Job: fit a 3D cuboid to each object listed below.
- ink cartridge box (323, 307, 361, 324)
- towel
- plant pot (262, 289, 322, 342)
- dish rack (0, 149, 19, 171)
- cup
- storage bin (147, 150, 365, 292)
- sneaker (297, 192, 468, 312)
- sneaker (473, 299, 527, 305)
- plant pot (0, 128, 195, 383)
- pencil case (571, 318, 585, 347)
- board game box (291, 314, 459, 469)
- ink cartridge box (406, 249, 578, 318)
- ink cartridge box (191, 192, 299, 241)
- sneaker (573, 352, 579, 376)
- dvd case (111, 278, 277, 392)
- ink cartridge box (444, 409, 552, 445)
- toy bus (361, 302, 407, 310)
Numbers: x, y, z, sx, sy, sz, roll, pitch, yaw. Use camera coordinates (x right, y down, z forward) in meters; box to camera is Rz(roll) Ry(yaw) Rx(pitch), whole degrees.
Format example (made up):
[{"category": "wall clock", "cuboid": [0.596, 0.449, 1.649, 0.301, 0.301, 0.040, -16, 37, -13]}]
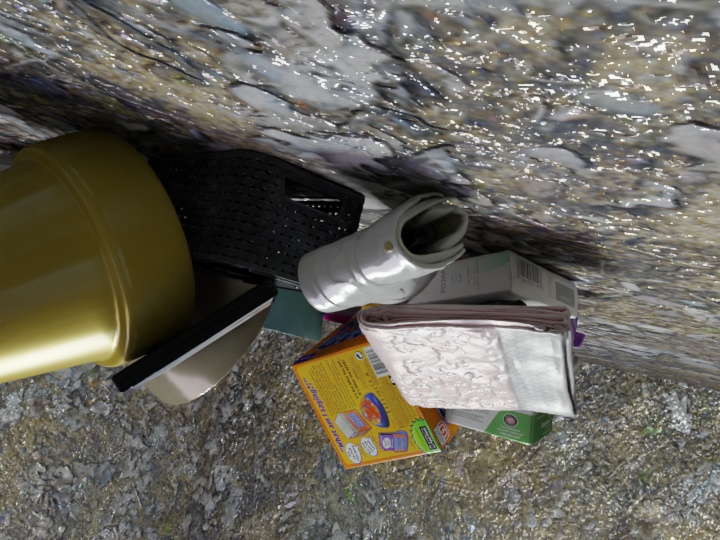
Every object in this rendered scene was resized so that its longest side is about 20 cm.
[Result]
[{"category": "ink cartridge box", "cuboid": [-0.045, 0.045, 1.209, 0.094, 0.037, 0.200, 16, 148, -21]}, {"category": "towel", "cuboid": [0.112, 0.093, 0.705, 0.190, 0.032, 0.200, 0, 147, 20]}, {"category": "plant pot", "cuboid": [-0.144, 0.022, 1.115, 0.200, 0.135, 0.200, 14, 174, 1]}, {"category": "dish rack", "cuboid": [-0.326, -0.091, 0.850, 0.199, 0.044, 0.172, 11, 169, 20]}, {"category": "cup", "cuboid": [-0.217, 0.029, 0.816, 0.143, 0.201, 0.200, 42, 159, -29]}, {"category": "storage bin", "cuboid": [-0.110, -0.041, 0.663, 0.135, 0.094, 0.200, 18, 172, -42]}, {"category": "sneaker", "cuboid": [0.051, -0.018, 0.599, 0.115, 0.074, 0.200, -24, 178, 34]}, {"category": "sneaker", "cuboid": [0.098, 0.072, 0.764, 0.090, 0.067, 0.200, 3, 167, -26]}, {"category": "plant pot", "cuboid": [-0.268, 0.004, 0.583, 0.200, 0.201, 0.189, 7, -154, 44]}, {"category": "pencil case", "cuboid": [0.191, 0.059, 0.965, 0.200, 0.084, 0.086, 9, 143, 40]}, {"category": "board game box", "cuboid": [0.052, 0.177, 1.192, 0.200, 0.200, 0.200, -22, -171, 36]}, {"category": "ink cartridge box", "cuboid": [0.125, 0.032, 0.833, 0.200, 0.050, 0.161, -9, 162, 39]}, {"category": "ink cartridge box", "cuboid": [-0.168, -0.056, 0.887, 0.176, 0.045, 0.200, 15, 174, -25]}, {"category": "sneaker", "cuboid": [0.195, 0.138, 0.970, 0.075, 0.082, 0.200, -12, -163, -42]}, {"category": "dvd case", "cuboid": [-0.139, 0.057, 0.649, 0.018, 0.142, 0.200, 58, 171, 0]}, {"category": "ink cartridge box", "cuboid": [0.210, 0.136, 1.064, 0.145, 0.201, 0.084, 8, -170, 37]}, {"category": "toy bus", "cuboid": [0.065, 0.032, 0.992, 0.065, 0.078, 0.200, 23, 172, -14]}]
